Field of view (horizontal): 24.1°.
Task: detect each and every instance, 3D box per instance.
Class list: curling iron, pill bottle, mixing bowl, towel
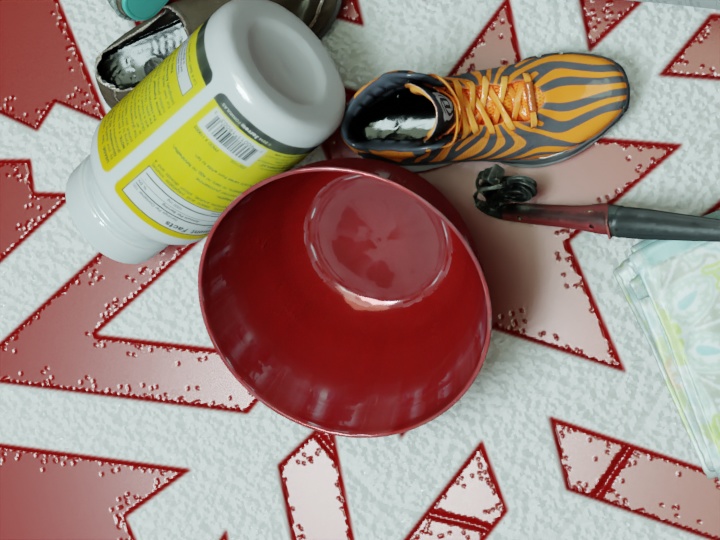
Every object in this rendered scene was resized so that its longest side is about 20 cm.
[{"bbox_3d":[0.161,-0.037,1.132,0.200,0.050,0.026,13,71,30],"label":"curling iron"},{"bbox_3d":[-0.113,-0.089,1.162,0.200,0.112,0.113,-36,82,35],"label":"pill bottle"},{"bbox_3d":[0.000,0.000,1.145,0.199,0.108,0.201,7,119,12],"label":"mixing bowl"},{"bbox_3d":[0.290,0.030,1.126,0.200,0.048,0.172,-23,88,13],"label":"towel"}]

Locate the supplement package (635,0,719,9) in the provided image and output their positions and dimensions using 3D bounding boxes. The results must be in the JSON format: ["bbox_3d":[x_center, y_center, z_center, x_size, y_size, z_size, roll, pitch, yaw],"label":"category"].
[{"bbox_3d":[0.167,-0.245,1.116,0.199,0.117,0.118,8,93,12],"label":"supplement package"}]

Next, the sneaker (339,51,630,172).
[{"bbox_3d":[0.081,-0.104,1.139,0.199,0.112,0.078,-13,88,13],"label":"sneaker"}]

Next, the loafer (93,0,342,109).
[{"bbox_3d":[-0.104,-0.165,1.203,0.200,0.071,0.073,-29,84,12],"label":"loafer"}]

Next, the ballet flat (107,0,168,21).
[{"bbox_3d":[-0.119,-0.270,1.211,0.072,0.072,0.200,45,96,9],"label":"ballet flat"}]
